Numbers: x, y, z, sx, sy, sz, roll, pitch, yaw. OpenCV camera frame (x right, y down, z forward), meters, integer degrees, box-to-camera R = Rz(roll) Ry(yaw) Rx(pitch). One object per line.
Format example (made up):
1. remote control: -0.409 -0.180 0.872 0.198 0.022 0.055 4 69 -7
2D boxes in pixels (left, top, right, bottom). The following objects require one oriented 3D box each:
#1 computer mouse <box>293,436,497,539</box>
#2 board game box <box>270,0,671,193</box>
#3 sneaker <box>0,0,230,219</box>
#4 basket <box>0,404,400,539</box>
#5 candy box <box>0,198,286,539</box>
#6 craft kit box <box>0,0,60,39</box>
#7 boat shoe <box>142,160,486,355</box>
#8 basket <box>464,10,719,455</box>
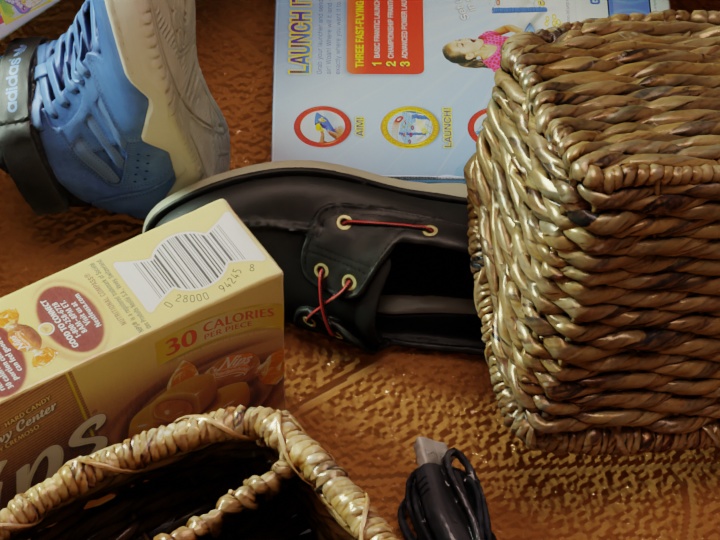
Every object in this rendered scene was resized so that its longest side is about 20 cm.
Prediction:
1. computer mouse: -0.034 0.132 1.086 0.199 0.053 0.139 -7 50 -7
2. board game box: 0.055 -0.097 1.286 0.194 0.056 0.201 1 49 0
3. sneaker: -0.127 -0.086 1.182 0.110 0.200 0.077 2 64 8
4. basket: -0.084 0.137 0.969 0.199 0.149 0.143 -32 83 -10
5. candy box: -0.128 0.061 1.105 0.199 0.116 0.055 -25 53 -21
6. craft kit box: -0.163 -0.194 1.306 0.200 0.049 0.197 -38 36 -24
7. boat shoe: 0.000 -0.002 1.190 0.200 0.074 0.063 4 40 -3
8. basket: 0.147 -0.019 1.149 0.199 0.150 0.143 -3 35 -18
